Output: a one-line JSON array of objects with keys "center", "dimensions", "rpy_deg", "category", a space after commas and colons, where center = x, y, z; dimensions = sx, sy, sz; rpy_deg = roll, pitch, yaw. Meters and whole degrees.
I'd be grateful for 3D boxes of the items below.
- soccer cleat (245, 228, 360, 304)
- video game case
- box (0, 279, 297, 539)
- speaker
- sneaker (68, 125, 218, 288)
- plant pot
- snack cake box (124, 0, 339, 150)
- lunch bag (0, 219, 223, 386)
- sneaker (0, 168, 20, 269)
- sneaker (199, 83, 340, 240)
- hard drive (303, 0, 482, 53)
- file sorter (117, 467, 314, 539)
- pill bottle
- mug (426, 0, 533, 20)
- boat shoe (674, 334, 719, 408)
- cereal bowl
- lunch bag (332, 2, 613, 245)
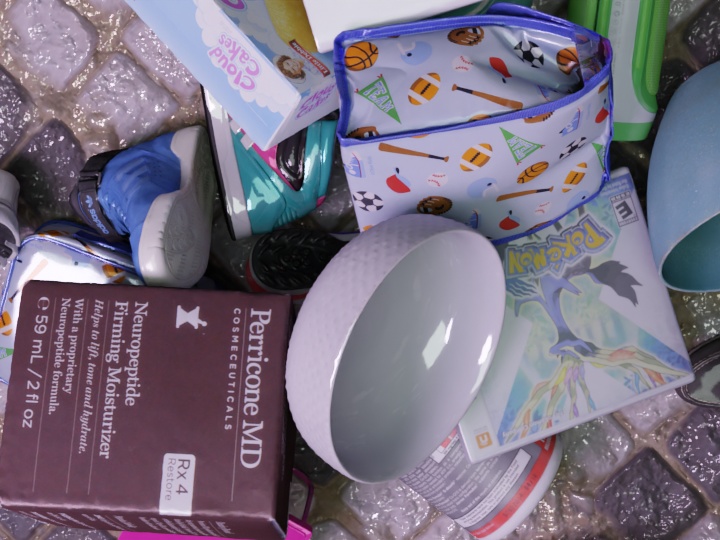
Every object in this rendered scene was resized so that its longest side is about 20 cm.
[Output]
[{"center": [0.000, 0.000, 1.118], "dimensions": [0.198, 0.073, 0.069], "rpy_deg": [1, 75, -13], "category": "soccer cleat"}, {"center": [0.150, 0.035, 1.050], "dimensions": [0.198, 0.022, 0.184], "rpy_deg": [-20, 94, -5], "category": "video game case"}, {"center": [-0.150, 0.110, 0.991], "dimensions": [0.197, 0.164, 0.168], "rpy_deg": [3, 74, 1], "category": "box"}, {"center": [0.203, -0.208, 1.032], "dimensions": [0.087, 0.089, 0.202], "rpy_deg": [5, 105, 2], "category": "speaker"}, {"center": [-0.181, -0.041, 1.047], "dimensions": [0.110, 0.201, 0.077], "rpy_deg": [-13, 127, 12], "category": "sneaker"}, {"center": [0.307, -0.088, 1.020], "dimensions": [0.198, 0.200, 0.136], "rpy_deg": [-18, 67, 8], "category": "plant pot"}, {"center": [-0.092, -0.201, 1.006], "dimensions": [0.200, 0.115, 0.067], "rpy_deg": [47, 133, 7], "category": "snack cake box"}, {"center": [-0.213, 0.049, 1.133], "dimensions": [0.198, 0.076, 0.162], "rpy_deg": [20, 103, -1], "category": "lunch bag"}, {"center": [-0.358, -0.016, 1.130], "dimensions": [0.199, 0.082, 0.075], "rpy_deg": [-31, 131, 28], "category": "sneaker"}, {"center": [-0.067, -0.134, 1.072], "dimensions": [0.119, 0.084, 0.202], "rpy_deg": [-10, 89, -8], "category": "sneaker"}, {"center": [0.046, -0.251, 0.942], "dimensions": [0.198, 0.026, 0.133], "rpy_deg": [-16, 96, 8], "category": "hard drive"}, {"center": [-0.143, 0.252, 1.153], "dimensions": [0.138, 0.126, 0.201], "rpy_deg": [29, 103, -3], "category": "file sorter"}, {"center": [0.063, 0.128, 1.113], "dimensions": [0.199, 0.116, 0.116], "rpy_deg": [38, 104, -7], "category": "pill bottle"}, {"center": [0.049, -0.243, 1.017], "dimensions": [0.183, 0.115, 0.154], "rpy_deg": [12, 105, 0], "category": "mug"}, {"center": [0.366, 0.082, 1.112], "dimensions": [0.198, 0.057, 0.068], "rpy_deg": [-10, 104, 6], "category": "boat shoe"}, {"center": [0.016, 0.049, 0.953], "dimensions": [0.083, 0.199, 0.202], "rpy_deg": [26, 109, 35], "category": "cereal bowl"}, {"center": [0.088, -0.103, 0.974], "dimensions": [0.197, 0.170, 0.125], "rpy_deg": [-7, 61, 6], "category": "lunch bag"}]
